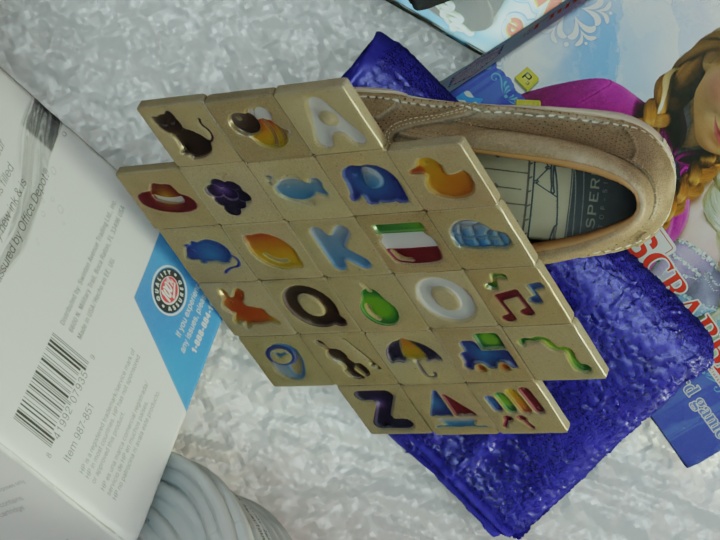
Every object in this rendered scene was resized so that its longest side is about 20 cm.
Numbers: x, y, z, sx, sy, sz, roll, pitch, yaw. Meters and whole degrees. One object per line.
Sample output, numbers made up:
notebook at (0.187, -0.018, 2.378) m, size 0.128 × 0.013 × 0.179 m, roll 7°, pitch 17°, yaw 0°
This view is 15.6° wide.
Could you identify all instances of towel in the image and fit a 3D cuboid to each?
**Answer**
towel at (0.034, 0.014, 1.117) m, size 0.200 × 0.050 × 0.148 m, roll 41°, pitch 125°, yaw -2°

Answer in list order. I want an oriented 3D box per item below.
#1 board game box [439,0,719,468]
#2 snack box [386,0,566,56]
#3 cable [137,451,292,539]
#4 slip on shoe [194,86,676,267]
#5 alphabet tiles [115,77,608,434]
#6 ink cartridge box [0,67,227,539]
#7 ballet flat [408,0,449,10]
board game box at (0.165, -0.047, 1.107) m, size 0.199 × 0.041 × 0.200 m, roll -34°, pitch 101°, yaw 20°
snack box at (0.107, -0.129, 1.148) m, size 0.200 × 0.037 × 0.116 m, roll 30°, pitch 93°, yaw -2°
cable at (-0.097, 0.177, 1.086) m, size 0.069 × 0.200 × 0.200 m, roll 27°, pitch 111°, yaw -39°
slip on shoe at (0.024, -0.030, 1.047) m, size 0.199 × 0.061 × 0.076 m, roll 3°, pitch 106°, yaw 10°
alphabet tiles at (0.000, 0.000, 1.044) m, size 0.200 × 0.166 × 0.006 m, roll 55°, pitch 46°, yaw -36°
ink cartridge box at (-0.163, 0.007, 1.060) m, size 0.200 × 0.084 × 0.145 m, roll 42°, pitch 48°, yaw -27°
ballet flat at (0.096, -0.180, 1.094) m, size 0.073 × 0.073 × 0.200 m, roll 34°, pitch 86°, yaw -2°
